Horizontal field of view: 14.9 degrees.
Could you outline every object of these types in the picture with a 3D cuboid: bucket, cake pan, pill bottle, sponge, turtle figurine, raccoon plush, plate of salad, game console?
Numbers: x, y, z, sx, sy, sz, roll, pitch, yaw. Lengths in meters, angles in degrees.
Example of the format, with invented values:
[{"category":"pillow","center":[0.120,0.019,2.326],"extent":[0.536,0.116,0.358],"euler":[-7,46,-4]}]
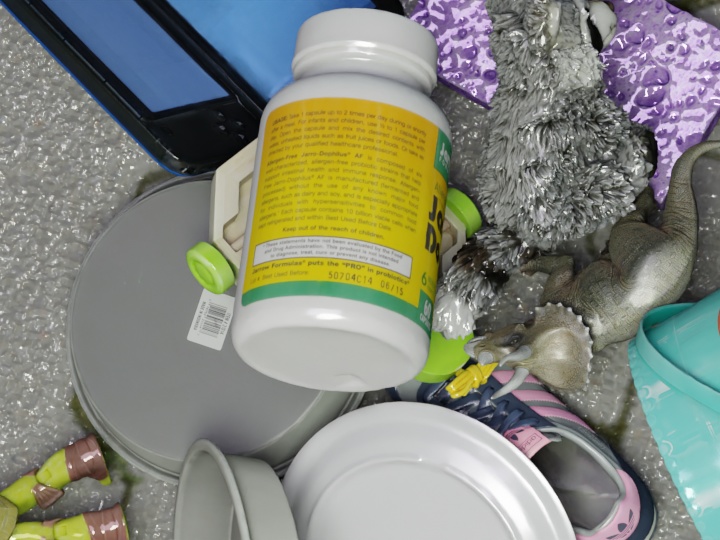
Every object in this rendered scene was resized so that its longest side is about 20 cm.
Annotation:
[{"category":"bucket","center":[0.247,0.087,1.539],"extent":[0.135,0.207,0.207],"euler":[-27,76,12]},{"category":"cake pan","center":[-0.089,0.033,1.692],"extent":[0.200,0.037,0.201],"euler":[-2,80,11]},{"category":"pill bottle","center":[-0.007,-0.042,1.567],"extent":[0.113,0.113,0.200],"euler":[2,66,12]},{"category":"cake pan","center":[-0.070,0.196,1.600],"extent":[0.037,0.200,0.201],"euler":[-3,79,-17]},{"category":"sponge","center":[0.128,-0.134,1.685],"extent":[0.200,0.030,0.112],"euler":[31,88,15]},{"category":"turtle figurine","center":[-0.229,0.151,1.681],"extent":[0.161,0.064,0.200],"euler":[-20,44,-7]},{"category":"raccoon plush","center":[0.086,-0.071,1.573],"extent":[0.097,0.134,0.200],"euler":[9,56,48]},{"category":"plate of salad","center":[0.041,0.170,1.628],"extent":[0.200,0.048,0.200],"euler":[8,108,24]},{"category":"game console","center":[-0.105,-0.173,1.701],"extent":[0.200,0.171,0.118],"euler":[45,118,15]}]

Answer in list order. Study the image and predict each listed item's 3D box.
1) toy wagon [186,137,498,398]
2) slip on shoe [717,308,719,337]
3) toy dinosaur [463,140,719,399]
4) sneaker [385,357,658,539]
[{"category":"toy wagon","center":[0.000,0.000,1.636],"extent":[0.155,0.040,0.200],"euler":[-39,82,-22]},{"category":"slip on shoe","center":[0.220,0.005,1.436],"extent":[0.074,0.061,0.200],"euler":[-18,42,27]},{"category":"toy dinosaur","center":[0.153,0.007,1.609],"extent":[0.200,0.077,0.102],"euler":[-34,35,2]},{"category":"sneaker","center":[0.090,0.093,1.628],"extent":[0.200,0.082,0.070],"euler":[35,89,15]}]
